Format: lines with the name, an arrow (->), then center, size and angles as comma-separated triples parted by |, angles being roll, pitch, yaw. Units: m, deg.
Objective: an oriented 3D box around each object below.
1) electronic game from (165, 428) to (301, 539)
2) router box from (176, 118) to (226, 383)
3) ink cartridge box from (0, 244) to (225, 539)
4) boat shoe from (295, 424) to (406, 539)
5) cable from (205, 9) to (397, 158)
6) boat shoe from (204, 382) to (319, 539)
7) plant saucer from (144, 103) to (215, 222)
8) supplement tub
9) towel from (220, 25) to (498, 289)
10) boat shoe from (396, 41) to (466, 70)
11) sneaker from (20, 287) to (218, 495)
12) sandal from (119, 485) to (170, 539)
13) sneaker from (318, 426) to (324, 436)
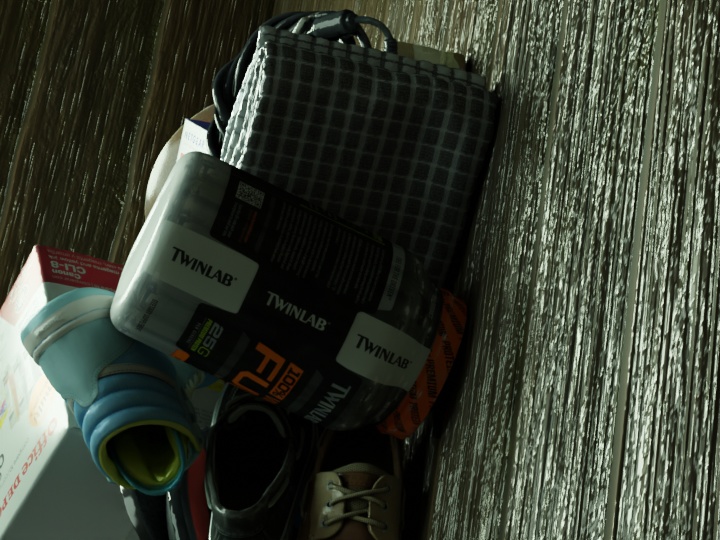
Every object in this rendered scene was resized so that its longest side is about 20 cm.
electronic game -> -0.066, 0.197, 1.472 | 0.041, 0.200, 0.200 | -28, 28, 17
router box -> -0.102, -0.010, 1.719 | 0.200, 0.049, 0.181 | 33, 112, 63
ink cartridge box -> -0.190, 0.112, 1.620 | 0.146, 0.144, 0.201 | -57, 33, 29
boat shoe -> -0.007, 0.153, 1.377 | 0.200, 0.075, 0.072 | -89, 3, -55
cable -> -0.050, -0.087, 1.567 | 0.162, 0.051, 0.201 | 7, 87, 39
boat shoe -> -0.062, 0.112, 1.417 | 0.201, 0.072, 0.071 | -91, 2, -54
plant saucer -> -0.079, -0.047, 1.845 | 0.032, 0.199, 0.201 | -117, 41, -70
supplement tub -> -0.043, 0.020, 1.367 | 0.123, 0.199, 0.123 | -62, 10, 19
towel -> -0.012, -0.044, 1.452 | 0.086, 0.165, 0.201 | -114, 36, -66
boat shoe -> 0.026, -0.064, 1.582 | 0.072, 0.065, 0.201 | 140, 143, -78
sneaker -> -0.130, 0.088, 1.431 | 0.079, 0.131, 0.200 | -38, -22, 20
sandal -> -0.112, 0.220, 1.454 | 0.045, 0.201, 0.075 | -28, 3, 19
sneaker -> -0.078, 0.117, 1.774 | 0.115, 0.075, 0.201 | -46, 43, 24
